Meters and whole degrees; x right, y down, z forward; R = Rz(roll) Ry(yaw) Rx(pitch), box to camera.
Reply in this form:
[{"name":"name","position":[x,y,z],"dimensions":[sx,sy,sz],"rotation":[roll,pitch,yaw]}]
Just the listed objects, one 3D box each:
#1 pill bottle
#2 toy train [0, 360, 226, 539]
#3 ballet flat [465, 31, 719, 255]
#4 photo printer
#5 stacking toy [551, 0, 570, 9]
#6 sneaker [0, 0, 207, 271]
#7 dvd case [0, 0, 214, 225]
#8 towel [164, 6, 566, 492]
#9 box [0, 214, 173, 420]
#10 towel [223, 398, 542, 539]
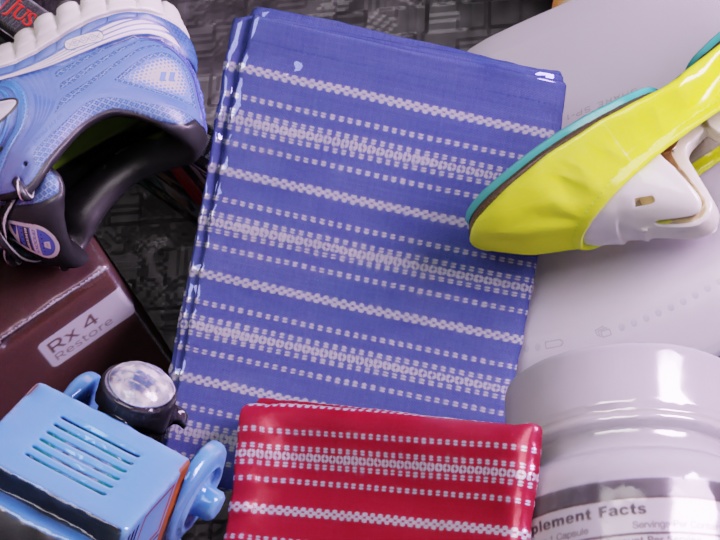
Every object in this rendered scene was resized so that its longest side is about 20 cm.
[{"name":"pill bottle","position":[0.107,0.136,0.949],"dimensions":[0.114,0.114,0.200],"rotation":[-7,63,11]},{"name":"toy train","position":[-0.122,0.129,0.984],"dimensions":[0.087,0.200,0.114],"rotation":[28,32,10]},{"name":"ballet flat","position":[0.137,-0.053,0.992],"dimensions":[0.200,0.067,0.067],"rotation":[-35,70,-1]},{"name":"photo printer","position":[0.122,-0.033,1.080],"dimensions":[0.166,0.069,0.200],"rotation":[-20,51,28]},{"name":"stacking toy","position":[0.058,-0.184,1.199],"dimensions":[0.116,0.110,0.200],"rotation":[-36,72,-8]},{"name":"sneaker","position":[-0.153,-0.039,0.997],"dimensions":[0.200,0.079,0.089],"rotation":[-25,58,-1]},{"name":"dvd case","position":[-0.104,-0.065,1.146],"dimensions":[0.200,0.146,0.022],"rotation":[34,80,27]},{"name":"towel","position":[0.000,0.000,1.032],"dimensions":[0.145,0.024,0.200],"rotation":[11,89,-6]},{"name":"box","position":[-0.202,0.011,1.121],"dimensions":[0.166,0.164,0.200],"rotation":[-34,61,-4]},{"name":"towel","position":[-0.008,0.150,0.950],"dimensions":[0.144,0.022,0.200],"rotation":[4,77,37]}]
